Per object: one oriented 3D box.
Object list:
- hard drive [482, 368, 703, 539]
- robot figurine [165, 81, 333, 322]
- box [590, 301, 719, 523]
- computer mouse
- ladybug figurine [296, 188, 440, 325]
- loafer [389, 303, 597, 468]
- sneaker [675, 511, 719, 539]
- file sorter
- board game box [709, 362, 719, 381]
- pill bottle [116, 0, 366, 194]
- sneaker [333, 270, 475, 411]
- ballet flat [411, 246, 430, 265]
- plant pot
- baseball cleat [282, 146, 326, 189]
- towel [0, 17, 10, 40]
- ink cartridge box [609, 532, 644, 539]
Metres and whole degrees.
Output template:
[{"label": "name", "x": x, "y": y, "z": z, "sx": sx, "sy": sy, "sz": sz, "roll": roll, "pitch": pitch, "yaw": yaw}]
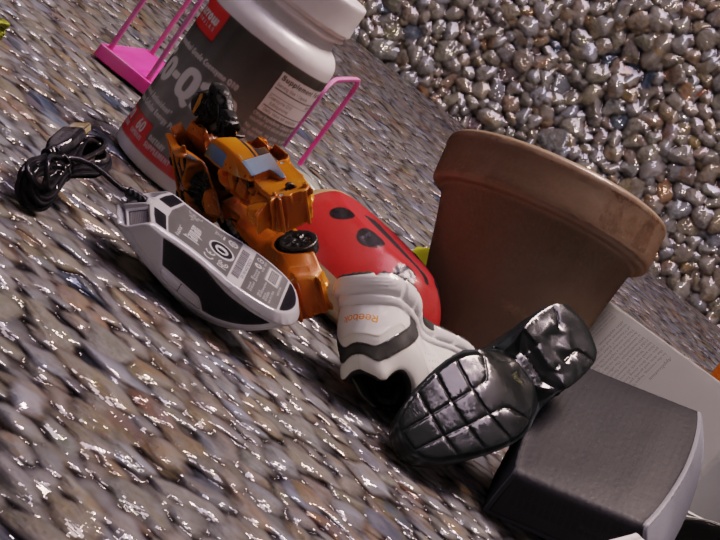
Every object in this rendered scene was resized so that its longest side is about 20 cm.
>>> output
[{"label": "hard drive", "x": 0.174, "y": 0.135, "z": 1.350, "sx": 0.134, "sy": 0.043, "sz": 0.200, "roll": 22, "pitch": 28, "yaw": 13}, {"label": "robot figurine", "x": -0.084, "y": -0.048, "z": 1.350, "sx": 0.200, "sy": 0.058, "sz": 0.146, "roll": 40, "pitch": -35, "yaw": 54}, {"label": "box", "x": 0.252, "y": 0.134, "z": 1.570, "sx": 0.200, "sy": 0.097, "sz": 0.125, "roll": 40, "pitch": -9, "yaw": 46}, {"label": "computer mouse", "x": -0.128, "y": -0.016, "z": 1.224, "sx": 0.199, "sy": 0.044, "sz": 0.110, "roll": 37, "pitch": 21, "yaw": -6}, {"label": "ladybug figurine", "x": 0.000, "y": 0.000, "z": 1.505, "sx": 0.135, "sy": 0.072, "sz": 0.200, "roll": 25, "pitch": 17, "yaw": -51}, {"label": "loafer", "x": 0.085, "y": 0.091, "z": 1.322, "sx": 0.199, "sy": 0.072, "sz": 0.073, "roll": -24, "pitch": 81, "yaw": -43}, {"label": "sneaker", "x": 0.237, "y": 0.197, "z": 1.443, "sx": 0.200, "sy": 0.076, "sz": 0.115, "roll": 35, "pitch": 12, "yaw": -2}, {"label": "file sorter", "x": -0.117, "y": -0.187, "z": 1.767, "sx": 0.200, "sy": 0.126, "sz": 0.139, "roll": 39, "pitch": 11, "yaw": 7}, {"label": "board game box", "x": 0.417, "y": 0.192, "z": 1.720, "sx": 0.199, "sy": 0.200, "sz": 0.200, "roll": 28, "pitch": 14, "yaw": -42}, {"label": "pill bottle", "x": -0.092, "y": -0.152, "z": 1.492, "sx": 0.113, "sy": 0.201, "sz": 0.114, "roll": 35, "pitch": 10, "yaw": -7}, {"label": "sneaker", "x": 0.029, "y": 0.072, "z": 1.356, "sx": 0.073, "sy": 0.081, "sz": 0.200, "roll": -5, "pitch": -24, "yaw": 25}, {"label": "ballet flat", "x": 0.052, "y": 0.007, "z": 1.712, "sx": 0.066, "sy": 0.067, "sz": 0.200, "roll": 17, "pitch": 5, "yaw": 9}, {"label": "plant pot", "x": 0.130, "y": 0.005, "z": 1.560, "sx": 0.199, "sy": 0.176, "sz": 0.200, "roll": 24, "pitch": -8, "yaw": 3}, {"label": "baseball cleat", "x": -0.098, "y": -0.097, "z": 1.646, "sx": 0.200, "sy": 0.070, "sz": 0.106, "roll": 50, "pitch": 6, "yaw": 14}, {"label": "towel", "x": -0.365, "y": -0.256, "z": 1.533, "sx": 0.200, "sy": 0.018, "sz": 0.086, "roll": 44, "pitch": 11, "yaw": 30}, {"label": "ink cartridge box", "x": 0.186, "y": 0.244, "z": 1.058, "sx": 0.200, "sy": 0.085, "sz": 0.145, "roll": 40, "pitch": 10, "yaw": 20}]
